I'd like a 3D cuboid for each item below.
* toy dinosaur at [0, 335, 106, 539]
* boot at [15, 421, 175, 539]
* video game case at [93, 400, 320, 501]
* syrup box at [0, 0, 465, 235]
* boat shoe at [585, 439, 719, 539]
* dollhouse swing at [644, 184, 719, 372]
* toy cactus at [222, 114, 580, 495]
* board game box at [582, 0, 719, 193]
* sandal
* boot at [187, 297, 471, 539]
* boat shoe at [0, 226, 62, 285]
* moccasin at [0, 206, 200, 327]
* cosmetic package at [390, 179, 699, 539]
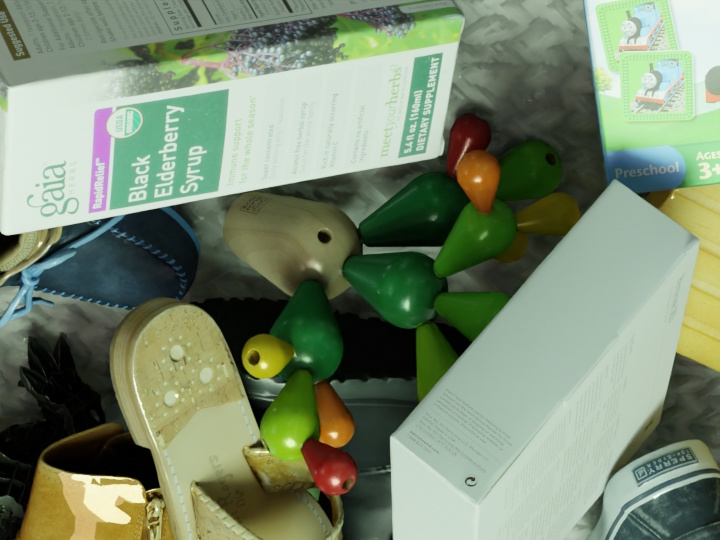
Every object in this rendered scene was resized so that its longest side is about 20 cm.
[{"bbox_3d":[-0.188,0.106,1.277,0.199,0.103,0.136,25,139,-24],"label":"toy dinosaur"},{"bbox_3d":[-0.153,0.142,1.189,0.200,0.071,0.145,-12,131,-18],"label":"boot"},{"bbox_3d":[-0.050,0.125,1.319,0.143,0.018,0.200,-35,119,30],"label":"video game case"},{"bbox_3d":[-0.065,-0.083,1.054,0.199,0.082,0.079,-12,135,-22],"label":"syrup box"},{"bbox_3d":[0.153,0.158,1.233,0.070,0.091,0.200,-20,158,-3],"label":"boat shoe"},{"bbox_3d":[0.230,0.037,1.131,0.175,0.183,0.200,14,134,-32],"label":"dollhouse swing"},{"bbox_3d":[0.000,0.000,1.133,0.164,0.201,0.102,22,159,38],"label":"toy cactus"},{"bbox_3d":[0.163,-0.136,1.037,0.150,0.037,0.201,-6,113,10],"label":"board game box"},{"bbox_3d":[-0.042,0.109,1.140,0.069,0.078,0.213,16,138,52],"label":"sandal"},{"bbox_3d":[-0.013,0.106,1.239,0.199,0.077,0.169,6,117,-13],"label":"boot"},{"bbox_3d":[-0.157,-0.025,1.091,0.064,0.200,0.072,20,145,32],"label":"boat shoe"},{"bbox_3d":[-0.175,-0.014,1.180,0.199,0.068,0.081,16,130,-8],"label":"moccasin"},{"bbox_3d":[0.078,0.069,1.108,0.052,0.151,0.200,38,161,17],"label":"cosmetic package"}]
